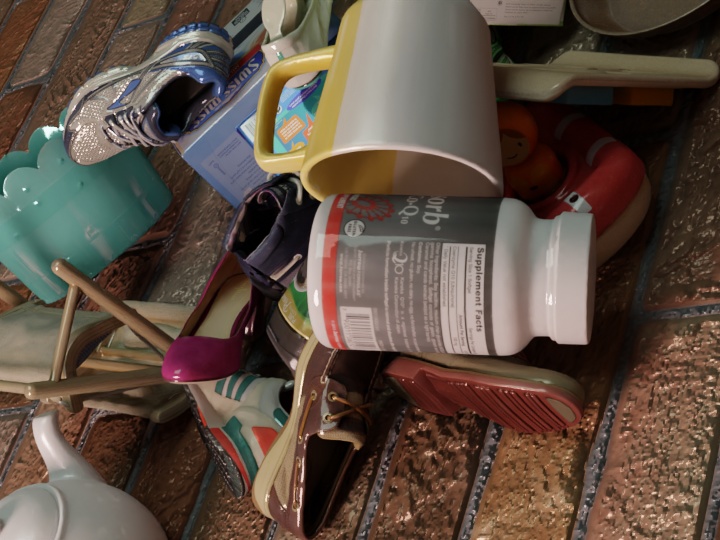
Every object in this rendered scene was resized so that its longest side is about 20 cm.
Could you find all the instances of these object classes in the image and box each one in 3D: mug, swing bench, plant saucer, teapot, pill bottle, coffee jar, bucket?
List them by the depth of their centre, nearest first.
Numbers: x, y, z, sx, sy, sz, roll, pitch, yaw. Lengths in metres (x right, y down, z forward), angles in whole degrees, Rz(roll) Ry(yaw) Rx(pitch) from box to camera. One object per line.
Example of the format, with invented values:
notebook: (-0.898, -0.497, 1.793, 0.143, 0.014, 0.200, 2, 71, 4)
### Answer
pill bottle: (0.069, 0.003, 1.192, 0.199, 0.116, 0.116, 2, 51, 11)
mug: (0.019, -0.134, 1.224, 0.149, 0.186, 0.154, 113, 164, -71)
coffee jar: (0.000, 0.000, 1.348, 0.200, 0.085, 0.104, -60, 21, 10)
teapot: (-0.265, 0.252, 1.355, 0.197, 0.146, 0.200, -46, 36, 0)
plant saucer: (0.276, -0.271, 1.426, 0.200, 0.037, 0.201, -26, 40, 24)
swing bench: (-0.261, 0.069, 1.512, 0.199, 0.200, 0.130, 2, 77, 48)
bucket: (-0.303, -0.073, 1.686, 0.207, 0.135, 0.207, -35, 16, 12)

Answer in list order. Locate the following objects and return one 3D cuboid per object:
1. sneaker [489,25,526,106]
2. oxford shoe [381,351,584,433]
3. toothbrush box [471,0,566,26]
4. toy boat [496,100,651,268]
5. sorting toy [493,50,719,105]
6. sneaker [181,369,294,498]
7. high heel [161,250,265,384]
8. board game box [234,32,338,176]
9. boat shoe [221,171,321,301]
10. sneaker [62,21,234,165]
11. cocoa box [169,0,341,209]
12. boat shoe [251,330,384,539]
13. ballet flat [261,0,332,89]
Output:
sneaker: (0.092, -0.212, 1.511, 0.078, 0.085, 0.200, -42, 35, 5)
oxford shoe: (0.098, 0.071, 1.235, 0.200, 0.070, 0.075, 9, 59, 49)
toothbrush box: (0.089, -0.292, 1.517, 0.200, 0.145, 0.086, -131, 44, -61)
toy boat: (0.136, -0.082, 1.295, 0.130, 0.131, 0.200, -44, 35, 2)
sorting toy: (0.162, -0.153, 1.334, 0.185, 0.200, 0.037, 13, 108, 49)
sneaker: (-0.093, 0.119, 1.398, 0.093, 0.071, 0.200, -22, 26, -10)
high heel: (-0.127, 0.031, 1.408, 0.067, 0.097, 0.200, 2, 16, 11)
board game box: (0.002, -0.107, 1.465, 0.152, 0.045, 0.200, -42, 60, 4)
boat shoe: (-0.038, -0.070, 1.389, 0.075, 0.093, 0.200, 29, 86, 29)
sneaker: (-0.203, -0.152, 1.534, 0.200, 0.077, 0.085, -33, 44, 22)
cocoa box: (-0.083, -0.165, 1.597, 0.200, 0.133, 0.131, -43, 36, 4)
boat shoe: (-0.017, 0.116, 1.278, 0.072, 0.072, 0.201, 33, 99, 49)
ballet flat: (-0.059, -0.253, 1.493, 0.069, 0.069, 0.200, -24, 43, 27)
